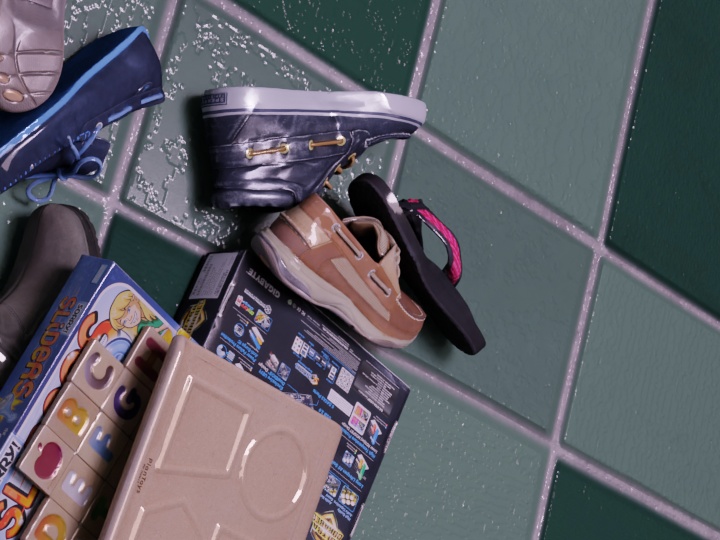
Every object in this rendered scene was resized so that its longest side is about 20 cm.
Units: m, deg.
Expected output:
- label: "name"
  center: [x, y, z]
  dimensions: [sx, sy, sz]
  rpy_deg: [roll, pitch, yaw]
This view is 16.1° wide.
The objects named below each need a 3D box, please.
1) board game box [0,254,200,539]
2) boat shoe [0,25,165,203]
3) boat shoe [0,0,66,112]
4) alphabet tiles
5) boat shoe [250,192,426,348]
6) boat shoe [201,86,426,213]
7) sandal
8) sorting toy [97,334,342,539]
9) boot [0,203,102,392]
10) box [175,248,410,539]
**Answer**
- label: "board game box"
  center: [-0.183, 0.110, 1.665]
  dimensions: [0.135, 0.034, 0.200]
  rpy_deg: [47, 64, -42]
- label: "boat shoe"
  center: [-0.192, -0.094, 1.715]
  dimensions: [0.200, 0.084, 0.069]
  rpy_deg: [-42, 115, -36]
- label: "boat shoe"
  center: [-0.230, -0.202, 1.693]
  dimensions: [0.074, 0.073, 0.200]
  rpy_deg: [24, 74, -38]
- label: "alphabet tiles"
  center: [-0.142, 0.141, 1.677]
  dimensions: [0.200, 0.006, 0.167]
  rpy_deg: [49, 61, -39]
- label: "boat shoe"
  center: [0.000, 0.000, 1.872]
  dimensions: [0.072, 0.076, 0.200]
  rpy_deg: [-49, 148, 6]
- label: "boat shoe"
  center: [-0.034, -0.087, 1.886]
  dimensions: [0.200, 0.071, 0.091]
  rpy_deg: [-1, 90, -39]
- label: "sandal"
  center: [0.050, -0.014, 1.946]
  dimensions: [0.045, 0.075, 0.200]
  rpy_deg: [-43, 131, -9]
- label: "sorting toy"
  center: [-0.101, 0.159, 1.698]
  dimensions: [0.200, 0.036, 0.185]
  rpy_deg: [35, 70, -49]
- label: "boot"
  center: [-0.244, 0.039, 1.660]
  dimensions: [0.131, 0.068, 0.200]
  rpy_deg: [21, 74, -44]
- label: "box"
  center: [-0.063, 0.103, 1.852]
  dimensions: [0.200, 0.046, 0.159]
  rpy_deg: [41, 60, -35]
